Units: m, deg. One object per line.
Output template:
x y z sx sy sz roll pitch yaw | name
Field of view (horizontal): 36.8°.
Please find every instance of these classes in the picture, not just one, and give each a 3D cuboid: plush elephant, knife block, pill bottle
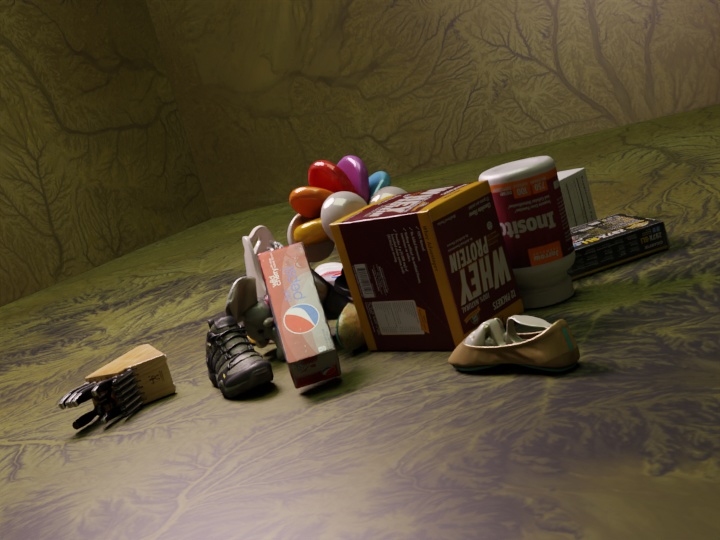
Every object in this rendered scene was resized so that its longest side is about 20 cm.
-0.121 0.063 1.689 0.200 0.155 0.165 38 2 34 | plush elephant
-0.382 0.180 1.663 0.174 0.065 0.200 -19 10 -20 | knife block
0.245 -0.054 1.554 0.112 0.202 0.113 -15 10 3 | pill bottle

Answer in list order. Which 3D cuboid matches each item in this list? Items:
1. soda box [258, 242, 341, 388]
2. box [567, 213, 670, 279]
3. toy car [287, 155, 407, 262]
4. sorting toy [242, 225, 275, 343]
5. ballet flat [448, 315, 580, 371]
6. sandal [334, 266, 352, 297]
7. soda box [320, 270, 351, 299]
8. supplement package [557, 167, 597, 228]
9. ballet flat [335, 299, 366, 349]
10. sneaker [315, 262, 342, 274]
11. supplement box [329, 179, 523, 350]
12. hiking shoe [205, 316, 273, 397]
-0.086 0.060 1.501 0.069 0.064 0.201 -16 50 -4 | soda box
0.363 -0.036 1.718 0.198 0.050 0.160 -18 12 -9 | box
-0.021 -0.104 1.688 0.198 0.151 0.175 -9 -8 -34 | toy car
-0.160 0.017 1.873 0.106 0.182 0.200 -13 10 12 | sorting toy
0.179 0.084 1.299 0.068 0.064 0.199 -24 12 -40 | ballet flat
-0.001 0.000 1.678 0.074 0.048 0.201 4 16 0 | sandal
0.000 0.037 1.826 0.063 0.071 0.199 -26 15 -40 | soda box
0.318 -0.096 1.918 0.116 0.118 0.199 -8 12 41 | supplement package
0.024 0.065 1.638 0.070 0.071 0.200 -12 8 23 | ballet flat
-0.005 0.014 2.016 0.198 0.076 0.089 -18 21 22 | sneaker
0.093 -0.004 1.519 0.132 0.199 0.199 -27 15 -40 | supplement box
-0.190 0.121 1.574 0.075 0.102 0.200 -21 11 -25 | hiking shoe
